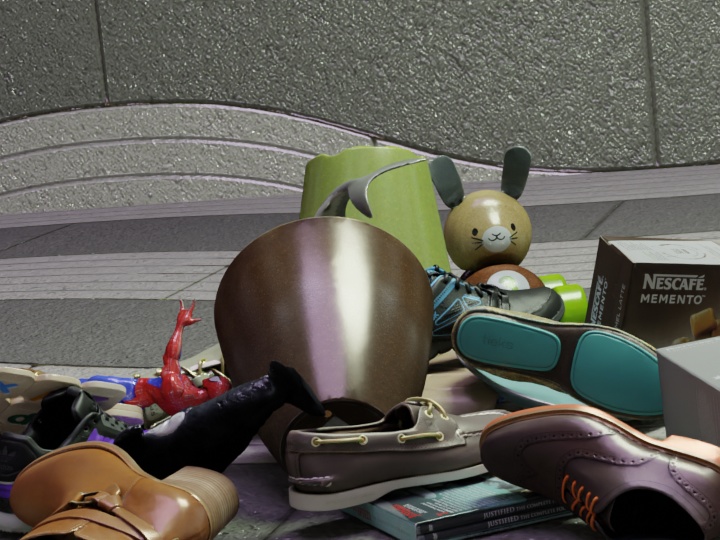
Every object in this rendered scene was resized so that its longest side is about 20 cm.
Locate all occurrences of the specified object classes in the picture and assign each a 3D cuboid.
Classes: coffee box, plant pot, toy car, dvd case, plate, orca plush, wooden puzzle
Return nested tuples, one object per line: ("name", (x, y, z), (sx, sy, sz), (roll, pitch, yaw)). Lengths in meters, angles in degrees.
("coffee box", (0.305, 0.035, 1.869), (0.200, 0.114, 0.080), (2, 18, -18))
("plant pot", (-0.023, 0.087, 1.724), (0.187, 0.187, 0.200), (-6, 32, -1))
("toy car", (0.138, -0.027, 2.242), (0.164, 0.200, 0.158), (-7, 8, -7))
("dvd case", (0.101, 0.164, 1.594), (0.200, 0.022, 0.146), (-8, 9, -23))
("plate", (0.177, 0.095, 1.847), (0.200, 0.026, 0.200), (12, 17, -4))
("orca plush", (-0.114, 0.149, 1.607), (0.200, 0.071, 0.105), (-25, -34, 15))
("wooden puzzle", (0.054, 0.110, 1.931), (0.185, 0.046, 0.200), (-4, 13, 17))
("plant pot", (0.009, -0.016, 2.095), (0.200, 0.190, 0.200), (-3, -14, -1))

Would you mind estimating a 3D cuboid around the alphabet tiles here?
("alphabet tiles", (-0.286, 0.122, 1.760), (0.200, 0.015, 0.196), (10, -30, -30))

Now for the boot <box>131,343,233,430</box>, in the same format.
("boot", (-0.128, 0.095, 1.885), (0.155, 0.072, 0.200), (-14, -16, -37))

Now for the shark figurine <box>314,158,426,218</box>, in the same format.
("shark figurine", (-0.006, -0.022, 1.869), (0.089, 0.215, 0.128), (-19, 40, -35))

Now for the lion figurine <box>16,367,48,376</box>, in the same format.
("lion figurine", (-0.354, 0.137, 1.930), (0.200, 0.073, 0.122), (-14, 3, -21))

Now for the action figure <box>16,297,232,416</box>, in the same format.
("action figure", (-0.193, 0.082, 1.818), (0.200, 0.099, 0.065), (0, -31, 25))

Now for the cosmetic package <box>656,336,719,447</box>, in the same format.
("cosmetic package", (0.304, 0.105, 1.632), (0.107, 0.090, 0.200), (-11, 12, -8))

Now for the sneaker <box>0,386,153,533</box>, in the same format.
("sneaker", (-0.211, 0.138, 1.704), (0.070, 0.100, 0.200), (4, 13, 37))

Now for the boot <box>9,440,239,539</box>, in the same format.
("boot", (-0.204, 0.180, 1.531), (0.200, 0.074, 0.155), (-4, 12, 29))

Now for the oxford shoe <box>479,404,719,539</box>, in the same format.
("oxford shoe", (0.164, 0.144, 1.480), (0.200, 0.071, 0.073), (7, 33, 30))

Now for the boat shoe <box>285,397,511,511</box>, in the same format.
("boat shoe", (0.035, 0.129, 1.600), (0.200, 0.060, 0.072), (-12, 9, -26))

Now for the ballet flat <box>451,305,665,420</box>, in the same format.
("ballet flat", (0.175, 0.073, 1.775), (0.200, 0.071, 0.071), (15, 13, 11))

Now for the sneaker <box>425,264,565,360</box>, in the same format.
("sneaker", (0.094, 0.035, 1.947), (0.200, 0.082, 0.073), (-11, 13, -20))
